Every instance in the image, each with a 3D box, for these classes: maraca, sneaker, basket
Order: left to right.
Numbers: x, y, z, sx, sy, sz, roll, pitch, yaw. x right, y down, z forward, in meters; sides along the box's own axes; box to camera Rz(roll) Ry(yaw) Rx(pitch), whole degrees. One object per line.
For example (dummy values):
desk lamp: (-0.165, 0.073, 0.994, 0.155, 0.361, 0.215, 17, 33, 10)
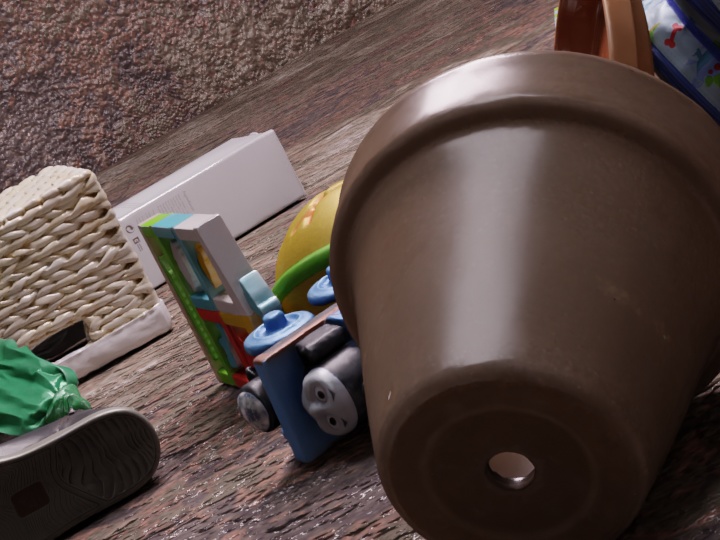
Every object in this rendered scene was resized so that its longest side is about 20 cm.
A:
sneaker: (-0.228, 0.147, 1.393, 0.199, 0.075, 0.106, -21, 4, -14)
basket: (-0.295, 0.019, 1.886, 0.197, 0.162, 0.200, -29, 13, -12)
maraca: (0.000, 0.000, 1.419, 0.136, 0.108, 0.200, -13, -14, -24)

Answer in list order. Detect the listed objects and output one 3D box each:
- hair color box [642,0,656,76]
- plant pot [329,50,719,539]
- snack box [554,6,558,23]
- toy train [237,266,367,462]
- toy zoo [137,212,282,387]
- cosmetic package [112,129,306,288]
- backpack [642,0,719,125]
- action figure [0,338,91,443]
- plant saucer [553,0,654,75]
hair color box: (0.218, -0.215, 1.623, 0.060, 0.201, 0.099, -29, 11, -13)
plant pot: (0.076, 0.032, 0.940, 0.199, 0.201, 0.175, -22, 30, 24)
snack box: (0.288, -0.268, 2.094, 0.199, 0.053, 0.142, -26, 10, 11)
toy train: (0.020, 0.035, 1.259, 0.199, 0.087, 0.114, -33, 18, -30)
toy zoo: (-0.091, 0.023, 1.448, 0.020, 0.132, 0.200, -30, 12, -16)
cosmetic package: (-0.168, -0.059, 2.153, 0.199, 0.082, 0.113, -30, 12, -22)
backpack: (0.244, -0.157, 1.295, 0.147, 0.200, 0.183, -41, 8, 16)
action figure: (-0.277, 0.101, 1.690, 0.199, 0.055, 0.119, 5, 53, 47)
plant saucer: (0.145, -0.091, 1.279, 0.032, 0.202, 0.200, -1, 9, -5)
